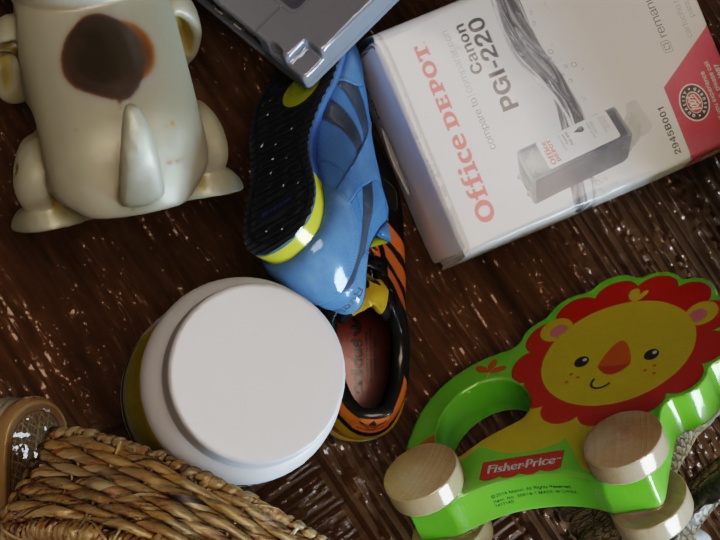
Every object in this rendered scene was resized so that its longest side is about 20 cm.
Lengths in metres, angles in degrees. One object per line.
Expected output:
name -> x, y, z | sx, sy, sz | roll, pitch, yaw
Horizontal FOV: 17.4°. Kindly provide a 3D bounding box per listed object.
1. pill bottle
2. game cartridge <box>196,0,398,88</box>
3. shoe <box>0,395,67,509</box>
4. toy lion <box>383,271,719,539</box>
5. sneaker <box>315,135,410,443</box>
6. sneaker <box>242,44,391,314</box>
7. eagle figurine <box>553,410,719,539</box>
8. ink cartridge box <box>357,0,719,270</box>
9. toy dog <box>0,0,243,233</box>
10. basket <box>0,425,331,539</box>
pill bottle -> -0.072, 0.064, 1.314 | 0.113, 0.200, 0.115 | 1, 84, -10
game cartridge -> -0.054, -0.211, 1.389 | 0.133, 0.041, 0.200 | -46, 66, -7
shoe -> -0.211, 0.171, 1.361 | 0.070, 0.053, 0.202 | 13, 84, -51
toy lion -> 0.127, 0.077, 1.381 | 0.199, 0.192, 0.069 | -11, 126, 23
sneaker -> 0.000, 0.000, 1.389 | 0.069, 0.090, 0.202 | -4, 85, -10
sneaker -> -0.019, -0.057, 1.360 | 0.078, 0.066, 0.201 | 41, 35, -31
eagle figurine -> 0.183, 0.139, 1.395 | 0.151, 0.151, 0.201 | 22, 92, 3
ink cartridge box -> 0.113, -0.106, 1.423 | 0.199, 0.085, 0.147 | -23, 89, -9
toy dog -> -0.156, -0.129, 1.329 | 0.138, 0.194, 0.202 | -11, 93, 2
basket -> -0.113, 0.193, 1.263 | 0.199, 0.143, 0.150 | 23, 62, 12
